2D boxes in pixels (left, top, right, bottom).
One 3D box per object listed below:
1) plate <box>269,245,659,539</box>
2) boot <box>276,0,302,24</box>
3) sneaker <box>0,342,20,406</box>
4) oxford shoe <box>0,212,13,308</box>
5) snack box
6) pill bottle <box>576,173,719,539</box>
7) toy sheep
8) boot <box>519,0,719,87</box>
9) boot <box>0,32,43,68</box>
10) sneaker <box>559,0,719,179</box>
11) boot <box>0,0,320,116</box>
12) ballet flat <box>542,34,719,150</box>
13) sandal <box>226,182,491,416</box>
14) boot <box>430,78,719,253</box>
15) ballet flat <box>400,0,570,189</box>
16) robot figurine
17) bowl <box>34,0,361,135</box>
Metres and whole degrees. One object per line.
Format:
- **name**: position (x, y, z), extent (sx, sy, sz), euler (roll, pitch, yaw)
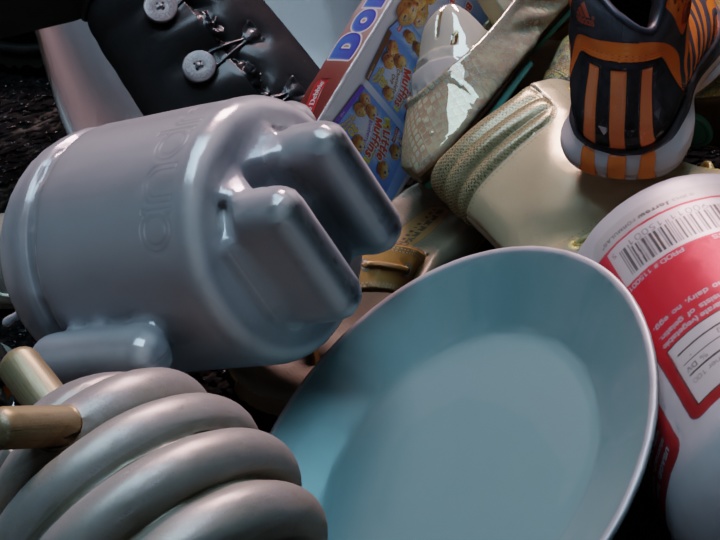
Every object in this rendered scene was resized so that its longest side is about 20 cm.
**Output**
- **plate**: position (0.035, 0.079, 0.767), extent (0.199, 0.026, 0.201), euler (-27, 39, 25)
- **boot**: position (-0.040, -0.163, 1.166), extent (0.199, 0.076, 0.074), euler (-23, 37, -18)
- **sneaker**: position (-0.173, 0.063, 0.821), extent (0.079, 0.075, 0.200), euler (-14, 33, -17)
- **oxford shoe**: position (-0.143, -0.018, 0.990), extent (0.198, 0.058, 0.075), euler (1, 37, 19)
- **snack box**: position (0.030, -0.123, 1.018), extent (0.024, 0.072, 0.201), euler (8, 60, 45)
- **pill bottle**: position (0.156, 0.056, 0.748), extent (0.111, 0.113, 0.200), euler (-13, 33, -6)
- **toy sheep**: position (-0.080, 0.100, 0.717), extent (0.137, 0.138, 0.201), euler (-25, 63, -22)
- **boot**: position (0.134, -0.155, 1.104), extent (0.143, 0.071, 0.201), euler (-31, 50, -17)
- **boot**: position (-0.236, -0.214, 1.214), extent (0.209, 0.159, 0.080), euler (9, 37, 27)
- **sneaker**: position (0.133, -0.135, 0.899), extent (0.077, 0.113, 0.201), euler (3, 33, 7)
- **boot**: position (-0.120, -0.101, 1.024), extent (0.164, 0.201, 0.066), euler (-37, -2, -3)
- **ballet flat**: position (0.188, -0.088, 0.976), extent (0.198, 0.071, 0.071), euler (12, 38, 19)
- **sandal**: position (0.000, 0.000, 0.926), extent (0.080, 0.054, 0.200), euler (12, 39, 30)
- **boot**: position (0.148, -0.041, 0.921), extent (0.199, 0.073, 0.156), euler (-26, 45, -13)
- **ballet flat**: position (0.065, -0.123, 1.004), extent (0.200, 0.062, 0.067), euler (-50, 7, -31)
- **robot figurine**: position (-0.079, -0.013, 0.856), extent (0.199, 0.113, 0.170), euler (-8, 35, 40)
- **bowl**: position (-0.081, -0.156, 1.096), extent (0.198, 0.202, 0.075), euler (-13, -9, -2)
